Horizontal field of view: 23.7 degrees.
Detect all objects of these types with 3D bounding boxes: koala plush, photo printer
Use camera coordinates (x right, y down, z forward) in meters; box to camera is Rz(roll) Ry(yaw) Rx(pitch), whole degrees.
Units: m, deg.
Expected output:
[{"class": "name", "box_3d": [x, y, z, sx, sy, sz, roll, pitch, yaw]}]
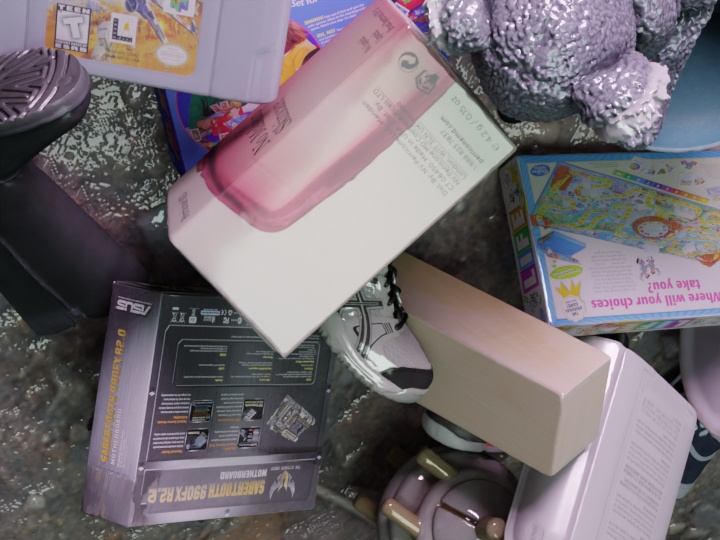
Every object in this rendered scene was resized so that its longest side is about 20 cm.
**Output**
[{"class": "koala plush", "box_3d": [0.124, -0.157, 1.032, 0.177, 0.200, 0.184, 35, 127, 5]}, {"class": "photo printer", "box_3d": [0.185, 0.172, 1.326, 0.166, 0.069, 0.201, 37, 66, -50]}]

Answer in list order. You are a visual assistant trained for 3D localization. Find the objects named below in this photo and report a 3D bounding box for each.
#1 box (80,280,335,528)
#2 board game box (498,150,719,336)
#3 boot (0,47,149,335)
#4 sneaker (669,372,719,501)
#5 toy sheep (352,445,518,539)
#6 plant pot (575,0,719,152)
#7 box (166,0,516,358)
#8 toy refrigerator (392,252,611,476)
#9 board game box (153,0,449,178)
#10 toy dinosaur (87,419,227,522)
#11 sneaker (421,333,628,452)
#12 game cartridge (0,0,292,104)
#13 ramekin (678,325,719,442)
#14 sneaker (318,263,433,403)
[{"class": "box", "box_3d": [-0.099, 0.092, 1.202, 0.200, 0.048, 0.159, 3, 97, -53]}, {"class": "board game box", "box_3d": [0.211, -0.022, 1.311, 0.199, 0.135, 0.034, -3, 163, -23]}, {"class": "boot", "box_3d": [-0.197, -0.043, 1.105, 0.164, 0.066, 0.200, -8, 136, 27]}, {"class": "sneaker", "box_3d": [0.241, 0.131, 1.467, 0.199, 0.070, 0.109, 18, 119, -41]}, {"class": "toy sheep", "box_3d": [0.074, 0.202, 1.374, 0.137, 0.200, 0.139, 0, 88, -11]}, {"class": "plant pot", "box_3d": [0.224, -0.199, 1.170, 0.135, 0.199, 0.201, -44, 147, -49]}, {"class": "box", "box_3d": [-0.017, -0.064, 1.095, 0.200, 0.128, 0.109, -41, 107, 6]}, {"class": "toy refrigerator", "box_3d": [0.082, 0.063, 1.259, 0.070, 0.199, 0.076, -31, 137, -41]}, {"class": "board game box", "box_3d": [-0.041, -0.148, 1.154, 0.199, 0.045, 0.135, -19, 129, -12]}, {"class": "toy dinosaur", "box_3d": [-0.123, 0.108, 1.286, 0.135, 0.102, 0.201, -19, 110, -31]}, {"class": "sneaker", "box_3d": [0.136, 0.086, 1.395, 0.199, 0.077, 0.082, -14, 120, -29]}, {"class": "game cartridge", "box_3d": [-0.139, -0.180, 1.043, 0.199, 0.042, 0.134, 9, 125, -2]}, {"class": "ramekin", "box_3d": [0.344, 0.061, 1.387, 0.104, 0.200, 0.201, 6, 120, -23]}, {"class": "sneaker", "box_3d": [0.000, 0.000, 1.202, 0.087, 0.076, 0.200, -35, 98, 13]}]
